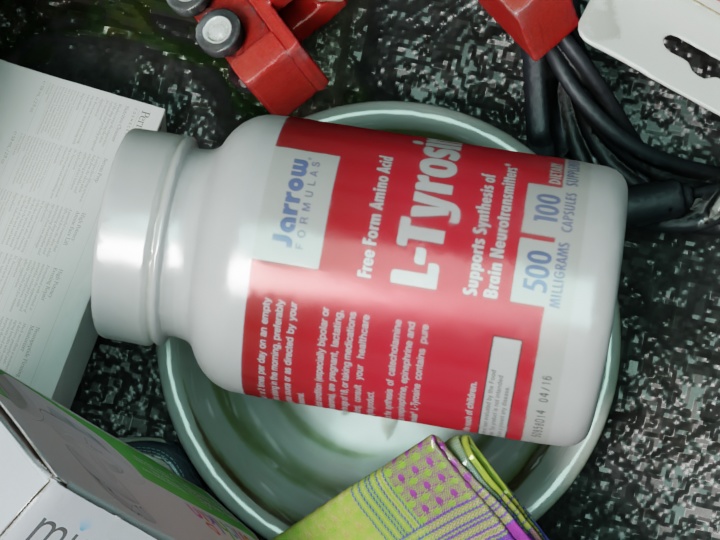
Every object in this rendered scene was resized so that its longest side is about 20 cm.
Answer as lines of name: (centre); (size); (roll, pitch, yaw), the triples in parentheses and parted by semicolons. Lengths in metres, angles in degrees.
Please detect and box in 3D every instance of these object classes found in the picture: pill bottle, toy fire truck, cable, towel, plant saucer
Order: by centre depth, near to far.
pill bottle: (0.000, 0.000, 0.802); (0.198, 0.112, 0.113); (9, 87, 4)
towel: (0.050, 0.168, 0.836); (0.143, 0.023, 0.200); (-36, 99, 34)
toy fire truck: (-0.016, -0.144, 0.865); (0.141, 0.049, 0.200); (-38, 67, 2)
cable: (0.149, -0.116, 0.881); (0.162, 0.051, 0.202); (-2, 86, 3)
plant saucer: (0.012, 0.029, 0.881); (0.198, 0.050, 0.202); (0, 86, 3)

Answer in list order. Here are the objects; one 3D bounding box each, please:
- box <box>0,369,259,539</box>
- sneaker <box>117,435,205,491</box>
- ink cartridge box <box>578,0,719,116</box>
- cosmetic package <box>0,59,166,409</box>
box: (-0.137, 0.144, 0.753); (0.177, 0.200, 0.097); (-49, 55, 1)
sneaker: (-0.152, 0.144, 0.866); (0.199, 0.086, 0.078); (-36, 86, 1)
ink cartridge box: (0.180, -0.161, 0.836); (0.116, 0.068, 0.201); (27, 68, -2)
cosmetic package: (-0.151, 0.015, 0.859); (0.082, 0.051, 0.201); (16, 66, 6)
